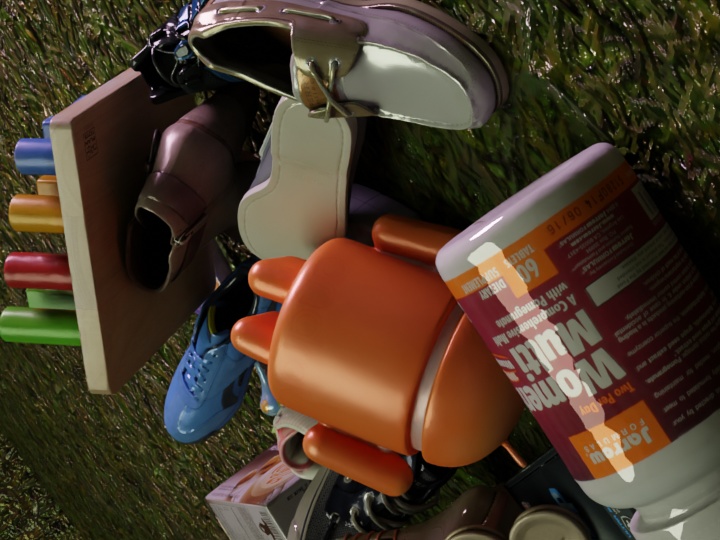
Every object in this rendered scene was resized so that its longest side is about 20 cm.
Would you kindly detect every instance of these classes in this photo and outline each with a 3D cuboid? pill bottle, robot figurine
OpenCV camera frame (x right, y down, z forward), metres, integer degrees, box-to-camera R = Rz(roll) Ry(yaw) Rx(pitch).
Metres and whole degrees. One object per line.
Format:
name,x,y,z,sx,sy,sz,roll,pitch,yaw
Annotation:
pill bottle,0.133,0.047,0.805,0.201,0.109,0.110,56,160,-1
robot figurine,0.021,0.053,1.006,0.199,0.144,0.117,20,150,16

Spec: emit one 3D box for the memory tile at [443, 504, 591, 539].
memory tile,0.074,0.228,1.036,0.199,0.017,0.154,-18,112,24

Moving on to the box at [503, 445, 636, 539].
box,0.184,0.182,0.987,0.200,0.046,0.159,53,160,8

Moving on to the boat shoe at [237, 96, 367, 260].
boat shoe,-0.031,-0.068,1.043,0.072,0.062,0.200,21,147,2

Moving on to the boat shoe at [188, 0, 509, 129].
boat shoe,-0.011,-0.115,0.907,0.199,0.068,0.075,23,142,36

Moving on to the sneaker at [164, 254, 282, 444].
sneaker,-0.116,0.061,1.281,0.066,0.078,0.200,51,120,25

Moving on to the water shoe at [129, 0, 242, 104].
water shoe,-0.094,-0.146,1.061,0.072,0.079,0.200,57,159,-6

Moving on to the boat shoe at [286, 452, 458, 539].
boat shoe,0.014,0.162,1.151,0.074,0.201,0.093,24,169,-30

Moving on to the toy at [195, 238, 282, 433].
toy,-0.111,0.051,1.380,0.201,0.047,0.115,60,-179,-8

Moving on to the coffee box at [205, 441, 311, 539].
coffee box,-0.051,0.205,1.453,0.080,0.114,0.200,57,161,-6

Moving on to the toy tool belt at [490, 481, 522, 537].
toy tool belt,0.117,0.255,1.135,0.200,0.123,0.125,45,158,25

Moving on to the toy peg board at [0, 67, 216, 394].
toy peg board,-0.196,-0.043,1.185,0.097,0.200,0.200,2,112,17

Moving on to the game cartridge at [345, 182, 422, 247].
game cartridge,0.000,0.000,1.139,0.134,0.041,0.200,59,160,-20

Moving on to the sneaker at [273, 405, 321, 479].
sneaker,-0.043,0.097,1.284,0.200,0.104,0.076,34,152,47

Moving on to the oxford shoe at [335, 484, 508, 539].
oxford shoe,0.017,0.203,1.089,0.074,0.200,0.071,43,-160,-3

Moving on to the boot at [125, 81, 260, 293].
boot,-0.119,-0.042,1.172,0.070,0.147,0.201,20,146,14
